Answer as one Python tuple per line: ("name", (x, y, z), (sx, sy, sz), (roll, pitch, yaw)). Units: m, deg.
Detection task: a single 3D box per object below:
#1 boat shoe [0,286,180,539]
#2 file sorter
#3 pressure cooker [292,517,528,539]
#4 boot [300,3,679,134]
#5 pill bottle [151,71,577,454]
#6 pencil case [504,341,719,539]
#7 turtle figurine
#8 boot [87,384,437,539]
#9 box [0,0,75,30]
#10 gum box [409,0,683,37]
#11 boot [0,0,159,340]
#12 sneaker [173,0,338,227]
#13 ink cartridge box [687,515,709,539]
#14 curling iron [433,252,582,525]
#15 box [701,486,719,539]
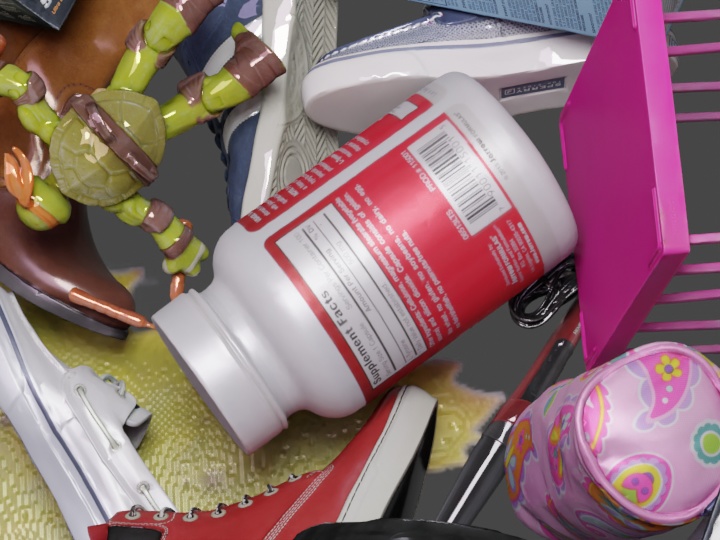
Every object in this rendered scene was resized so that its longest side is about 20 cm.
("boat shoe", (-0.138, 0.087, 1.463), (0.066, 0.074, 0.201), (-28, 83, -6))
("file sorter", (0.178, -0.047, 1.365), (0.124, 0.200, 0.140), (-3, 73, -7))
("pressure cooker", (0.030, 0.226, 1.243), (0.175, 0.179, 0.201), (15, 68, -9))
("boot", (0.062, -0.131, 1.483), (0.198, 0.073, 0.091), (-7, 67, -8))
("pill bottle", (0.000, 0.000, 1.410), (0.199, 0.112, 0.112), (-35, 72, -6))
("pencil case", (0.124, 0.085, 1.341), (0.087, 0.200, 0.088), (1, 80, -8))
("turtle figurine", (-0.126, -0.079, 1.411), (0.161, 0.064, 0.200), (-46, 102, -3))
("boot", (-0.053, 0.119, 1.406), (0.143, 0.073, 0.200), (18, 52, 17))
("box", (-0.185, -0.215, 1.505), (0.200, 0.046, 0.160), (17, 75, 54))
("gum box", (0.091, -0.205, 1.466), (0.199, 0.045, 0.171), (13, 56, 23))
("boot", (-0.135, -0.087, 1.492), (0.200, 0.068, 0.188), (-50, 59, 8))
("sneaker", (-0.062, -0.090, 1.500), (0.084, 0.075, 0.202), (-2, 76, 28))
("ink cartridge box", (0.188, 0.216, 1.356), (0.146, 0.083, 0.200), (36, 84, 18))
("curling iron", (0.068, 0.076, 1.446), (0.049, 0.026, 0.201), (22, 78, 12))
("box", (0.209, 0.148, 1.223), (0.122, 0.198, 0.201), (18, 77, 17))
